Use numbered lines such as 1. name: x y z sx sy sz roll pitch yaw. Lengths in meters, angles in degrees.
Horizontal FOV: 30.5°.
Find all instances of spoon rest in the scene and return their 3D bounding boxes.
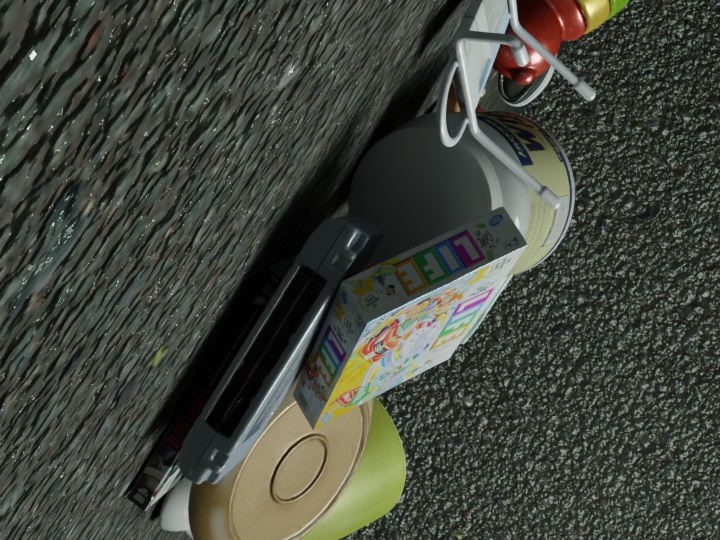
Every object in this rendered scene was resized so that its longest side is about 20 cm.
1. spoon rest: -0.153 0.217 1.242 0.100 0.060 0.201 -56 162 -27

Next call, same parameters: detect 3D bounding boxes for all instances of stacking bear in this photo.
1. stacking bear: 0.180 -0.252 1.164 0.200 0.121 0.114 -48 176 -10

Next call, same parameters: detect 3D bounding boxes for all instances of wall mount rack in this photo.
1. wall mount rack: 0.123 -0.153 0.997 0.175 0.074 0.202 71 36 -51

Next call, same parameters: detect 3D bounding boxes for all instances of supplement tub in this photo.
1. supplement tub: 0.086 -0.058 1.096 0.146 0.145 0.199 -58 163 19

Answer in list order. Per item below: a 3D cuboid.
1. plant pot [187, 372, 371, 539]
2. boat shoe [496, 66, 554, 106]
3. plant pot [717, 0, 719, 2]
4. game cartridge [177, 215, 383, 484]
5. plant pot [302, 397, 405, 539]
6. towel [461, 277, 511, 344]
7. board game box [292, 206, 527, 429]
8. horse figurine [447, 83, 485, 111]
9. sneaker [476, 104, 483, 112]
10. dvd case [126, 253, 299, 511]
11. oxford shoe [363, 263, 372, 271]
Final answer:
1. plant pot: -0.056 0.158 1.083 0.199 0.027 0.202 -32 138 -33
2. boat shoe: 0.204 -0.276 1.537 0.057 0.068 0.201 -37 156 -52
3. plant pot: 0.191 -0.266 0.602 0.201 0.199 0.180 -53 169 -25
4. game cartridge: -0.053 0.050 0.923 0.201 0.041 0.133 -58 180 6
5. plant pot: -0.082 0.230 1.429 0.199 0.187 0.188 -28 156 -49
6. towel: 0.098 -0.039 1.429 0.048 0.171 0.201 13 116 -51
7. board game box: 0.030 0.039 0.955 0.133 0.034 0.200 -26 162 -23
8. horse figurine: 0.072 -0.089 1.289 0.133 0.049 0.201 -108 -144 -51
9. sneaker: 0.099 -0.074 1.360 0.071 0.097 0.203 14 96 -54
10. dvd case: -0.097 0.077 0.995 0.201 0.022 0.146 -59 175 11
11. oxford shoe: 0.000 0.000 1.193 0.074 0.070 0.200 -54 176 14
